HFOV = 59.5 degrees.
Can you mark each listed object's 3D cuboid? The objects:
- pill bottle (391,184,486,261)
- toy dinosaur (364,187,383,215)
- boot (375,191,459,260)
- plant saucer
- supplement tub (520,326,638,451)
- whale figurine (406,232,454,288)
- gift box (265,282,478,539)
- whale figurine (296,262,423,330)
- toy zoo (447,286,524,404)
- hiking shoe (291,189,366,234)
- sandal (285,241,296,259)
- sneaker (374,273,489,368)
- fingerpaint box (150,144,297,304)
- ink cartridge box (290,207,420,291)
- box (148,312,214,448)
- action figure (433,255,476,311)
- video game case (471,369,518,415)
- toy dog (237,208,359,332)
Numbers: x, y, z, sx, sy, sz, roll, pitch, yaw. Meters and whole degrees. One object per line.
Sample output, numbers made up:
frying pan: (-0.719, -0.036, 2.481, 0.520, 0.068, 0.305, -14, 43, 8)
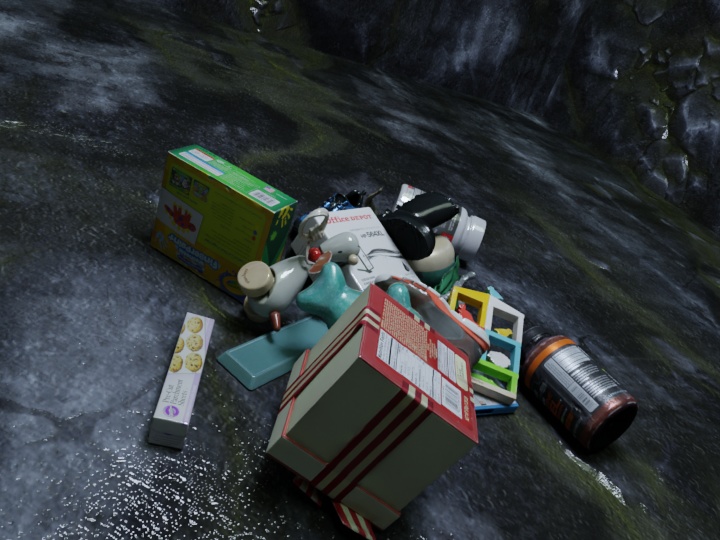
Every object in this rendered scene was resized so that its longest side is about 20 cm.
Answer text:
pill bottle: (0.162, -0.099, 1.363, 0.198, 0.115, 0.114, 21, 27, -2)
toy dinosaur: (0.011, -0.096, 1.245, 0.047, 0.088, 0.200, 41, -11, 14)
boot: (0.109, -0.086, 1.126, 0.161, 0.074, 0.197, -23, 22, -29)
plant saucer: (-0.107, 0.108, 0.893, 0.070, 0.019, 0.199, 35, 30, 24)
supplement tub: (0.330, 0.178, 1.000, 0.106, 0.108, 0.200, 1, 33, -35)
whale figurine: (0.078, -0.011, 1.189, 0.197, 0.105, 0.159, 2, 24, 15)
gift box: (0.019, 0.167, 0.708, 0.199, 0.187, 0.185, 40, 24, -8)
whale figurine: (0.008, 0.082, 0.840, 0.200, 0.159, 0.104, 44, 1, -11)
toy zoo: (0.195, 0.104, 1.009, 0.130, 0.021, 0.201, 21, 48, -3)
hiking shoe: (-0.064, -0.115, 1.250, 0.074, 0.088, 0.199, 32, 29, 19)
sandal: (-0.085, -0.049, 1.140, 0.047, 0.076, 0.200, 7, 20, 27)
sneaker: (0.095, 0.081, 0.924, 0.199, 0.077, 0.082, 34, 71, 2)
fingerpaint box: (-0.213, -0.071, 0.971, 0.198, 0.168, 0.073, 29, 29, 15)
ink cartridge box: (0.000, 0.000, 1.036, 0.145, 0.084, 0.201, -12, 62, -47)
box: (-0.211, 0.125, 0.759, 0.041, 0.039, 0.201, 15, 28, -11)
action figure: (0.150, 0.067, 1.087, 0.054, 0.120, 0.200, -5, 21, 35)
video game case: (0.129, 0.167, 0.965, 0.198, 0.018, 0.144, 4, 33, -32)
toy dog: (-0.083, 0.019, 0.905, 0.097, 0.199, 0.132, 55, 5, 29)
